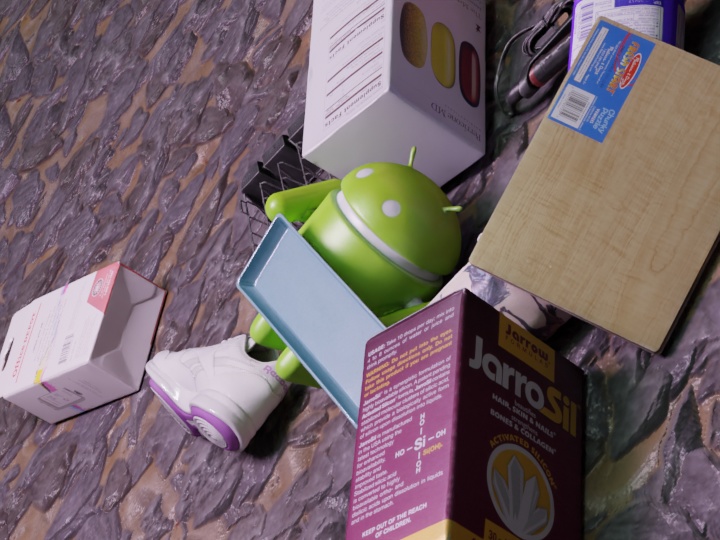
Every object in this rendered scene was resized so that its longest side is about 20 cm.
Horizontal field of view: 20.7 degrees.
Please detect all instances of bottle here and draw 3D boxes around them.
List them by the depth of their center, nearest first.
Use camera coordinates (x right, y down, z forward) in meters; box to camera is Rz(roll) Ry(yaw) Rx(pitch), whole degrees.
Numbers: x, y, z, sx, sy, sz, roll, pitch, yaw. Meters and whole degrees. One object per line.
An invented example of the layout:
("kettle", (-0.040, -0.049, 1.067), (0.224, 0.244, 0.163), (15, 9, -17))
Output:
("bottle", (0.190, -0.121, 1.429), (0.083, 0.065, 0.202), (-6, 61, 25))

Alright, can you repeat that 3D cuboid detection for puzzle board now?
("puzzle board", (0.185, -0.061, 1.359), (0.150, 0.017, 0.201), (26, 83, 22))

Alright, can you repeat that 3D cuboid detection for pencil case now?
("pencil case", (0.068, 0.051, 1.444), (0.200, 0.078, 0.090), (-44, 76, 25))

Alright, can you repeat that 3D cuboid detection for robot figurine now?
("robot figurine", (0.000, 0.000, 1.565), (0.200, 0.115, 0.176), (-50, 53, 17))

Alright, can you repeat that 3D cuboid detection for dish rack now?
("dish rack", (-0.042, -0.061, 1.755), (0.153, 0.054, 0.201), (-46, 34, 25))

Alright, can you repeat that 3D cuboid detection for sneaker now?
("sneaker", (-0.120, 0.099, 1.726), (0.100, 0.075, 0.200), (-45, 27, -14))

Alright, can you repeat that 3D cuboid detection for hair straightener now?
("hair straightener", (0.175, -0.201, 1.574), (0.200, 0.041, 0.077), (-47, 31, 28))

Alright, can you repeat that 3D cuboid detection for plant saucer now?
("plant saucer", (-0.027, 0.037, 1.477), (0.070, 0.019, 0.200), (-57, 45, 14))

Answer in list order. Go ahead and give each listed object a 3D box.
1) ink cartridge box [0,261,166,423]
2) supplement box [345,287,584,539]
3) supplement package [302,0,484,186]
("ink cartridge box", (-0.289, 0.079, 1.985), (0.199, 0.067, 0.117), (-21, 46, 45))
("supplement box", (0.072, 0.138, 1.316), (0.103, 0.130, 0.201), (-30, 40, 38))
("supplement package", (0.031, -0.169, 1.664), (0.109, 0.113, 0.201), (-35, 38, 37))
